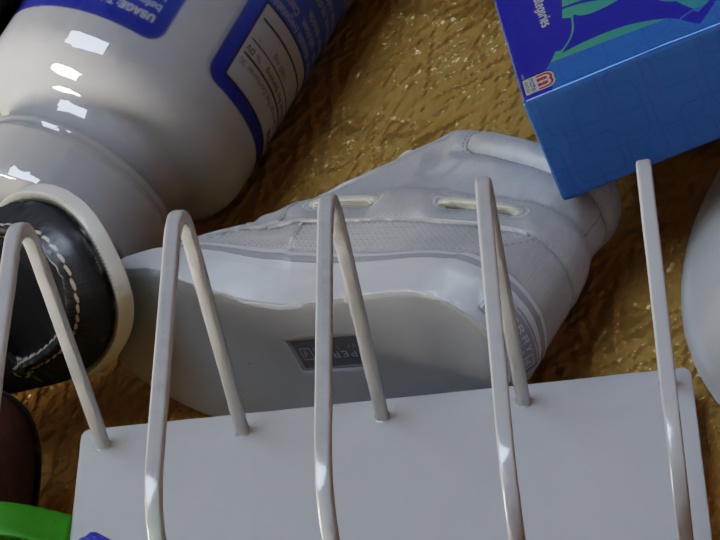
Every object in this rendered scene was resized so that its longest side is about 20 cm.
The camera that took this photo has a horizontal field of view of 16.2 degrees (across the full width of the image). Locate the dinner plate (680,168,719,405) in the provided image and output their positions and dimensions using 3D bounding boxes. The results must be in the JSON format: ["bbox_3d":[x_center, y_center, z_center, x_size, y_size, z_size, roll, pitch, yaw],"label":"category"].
[{"bbox_3d":[0.187,-0.025,0.790,0.199,0.024,0.201,-22,43,22],"label":"dinner plate"}]

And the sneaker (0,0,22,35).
[{"bbox_3d":[-0.163,-0.131,1.054,0.076,0.081,0.200,-63,0,11],"label":"sneaker"}]

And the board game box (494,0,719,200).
[{"bbox_3d":[0.142,-0.115,0.859,0.199,0.045,0.153,-22,34,7],"label":"board game box"}]

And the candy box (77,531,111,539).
[{"bbox_3d":[0.017,0.163,0.602,0.169,0.200,0.077,19,65,48],"label":"candy box"}]

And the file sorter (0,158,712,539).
[{"bbox_3d":[0.000,0.057,0.730,0.198,0.125,0.139,-6,45,6],"label":"file sorter"}]

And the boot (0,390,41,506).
[{"bbox_3d":[-0.175,0.106,0.824,0.068,0.200,0.189,39,79,7],"label":"boot"}]

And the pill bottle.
[{"bbox_3d":[-0.077,-0.091,0.998,0.112,0.112,0.201,5,56,42],"label":"pill bottle"}]

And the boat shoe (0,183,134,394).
[{"bbox_3d":[-0.150,0.017,0.944,0.060,0.074,0.199,-24,8,-33],"label":"boat shoe"}]

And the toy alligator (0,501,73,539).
[{"bbox_3d":[-0.032,0.097,0.827,0.198,0.054,0.060,-2,49,12],"label":"toy alligator"}]

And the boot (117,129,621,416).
[{"bbox_3d":[0.000,0.000,0.894,0.199,0.074,0.096,2,39,40],"label":"boot"}]
